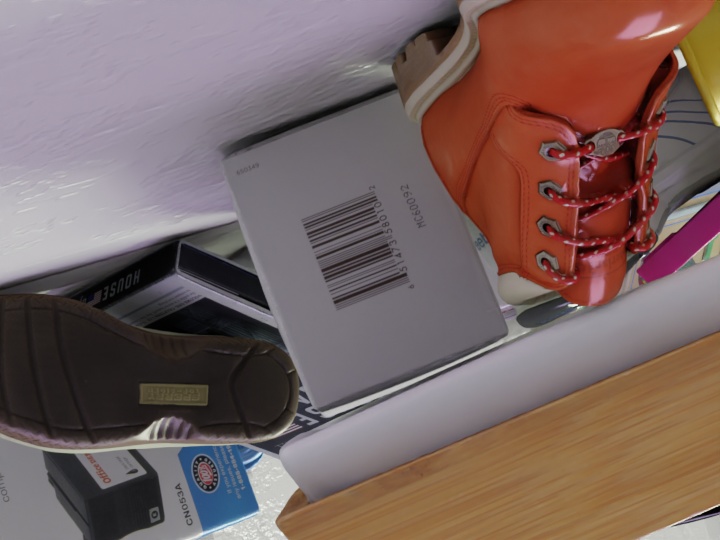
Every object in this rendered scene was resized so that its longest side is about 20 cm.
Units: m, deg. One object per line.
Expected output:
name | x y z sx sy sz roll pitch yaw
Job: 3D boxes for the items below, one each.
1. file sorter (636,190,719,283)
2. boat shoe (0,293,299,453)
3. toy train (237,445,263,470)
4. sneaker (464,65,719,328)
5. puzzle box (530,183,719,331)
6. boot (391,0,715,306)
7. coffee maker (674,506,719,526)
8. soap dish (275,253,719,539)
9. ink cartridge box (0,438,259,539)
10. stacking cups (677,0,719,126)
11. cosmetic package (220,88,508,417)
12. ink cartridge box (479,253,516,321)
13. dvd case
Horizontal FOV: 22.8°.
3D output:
file sorter | 0.248 -0.037 0.771 0.139 0.125 0.200 -40 173 -38
boat shoe | -0.131 0.057 0.874 0.200 0.072 0.076 14 168 -34
toy train | -0.047 0.062 1.212 0.200 0.114 0.087 -19 170 -9
sneaker | 0.119 -0.060 0.797 0.200 0.087 0.075 -39 -179 -35
puzzle box | 0.177 -0.040 0.971 0.200 0.133 0.025 -16 -147 -41
boot | 0.071 -0.046 0.557 0.075 0.107 0.200 -17 173 -12
coffee maker | 0.194 0.061 1.078 0.192 0.135 0.200 -40 -179 15
soap dish | 0.072 0.062 0.650 0.200 0.081 0.157 -23 177 0
ink cartridge box | -0.175 0.106 1.006 0.200 0.145 0.084 -15 173 -43
stacking cups | 0.199 -0.119 0.603 0.200 0.061 0.061 -26 174 12
cosmetic package | 0.000 0.000 0.765 0.085 0.108 0.200 -22 176 -1
ink cartridge box | 0.086 -0.014 1.092 0.145 0.085 0.200 -20 173 -4
dvd case | -0.063 0.050 0.963 0.200 0.025 0.150 26 145 -34
